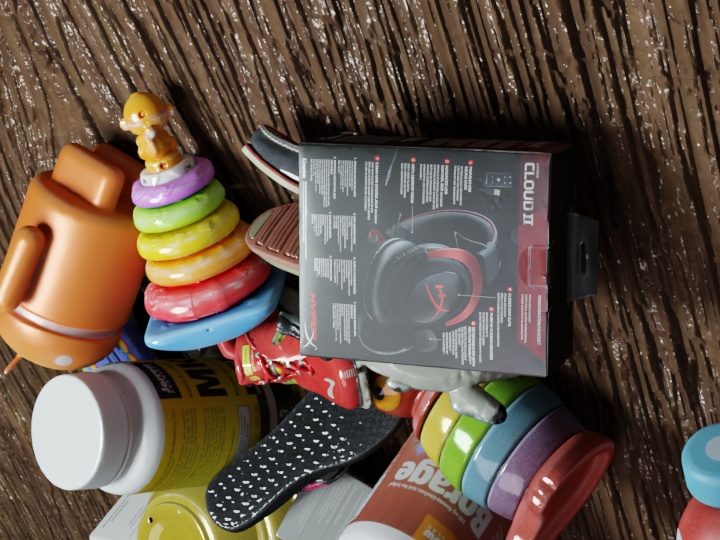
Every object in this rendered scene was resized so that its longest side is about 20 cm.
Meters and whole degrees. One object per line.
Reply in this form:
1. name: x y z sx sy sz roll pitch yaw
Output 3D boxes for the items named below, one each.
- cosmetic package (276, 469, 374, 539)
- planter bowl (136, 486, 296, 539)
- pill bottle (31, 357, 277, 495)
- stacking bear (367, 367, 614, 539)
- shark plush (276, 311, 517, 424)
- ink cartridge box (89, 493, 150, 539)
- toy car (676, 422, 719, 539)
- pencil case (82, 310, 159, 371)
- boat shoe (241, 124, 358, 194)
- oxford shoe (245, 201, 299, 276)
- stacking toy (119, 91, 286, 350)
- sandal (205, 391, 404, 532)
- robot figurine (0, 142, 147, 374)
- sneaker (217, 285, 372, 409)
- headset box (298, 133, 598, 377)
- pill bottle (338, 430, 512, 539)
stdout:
1. cosmetic package: 0.034 0.250 1.559 0.199 0.091 0.107 27 174 10
2. planter bowl: -0.150 0.257 1.678 0.199 0.083 0.203 3 95 37
3. pill bottle: -0.176 0.134 1.534 0.114 0.199 0.116 0 90 41
4. stacking bear: 0.086 0.115 1.374 0.200 0.113 0.122 38 137 21
5. shark plush: 0.038 0.064 1.322 0.198 0.083 0.092 -5 102 5
6. ink cartridge box: -0.160 0.313 1.833 0.199 0.084 0.147 7 133 36
7. toy car: 0.284 0.248 1.260 0.176 0.200 0.185 11 136 34
8. pencil case: -0.214 0.091 1.641 0.201 0.078 0.087 60 169 -27
9. boat shoe: 0.006 -0.065 1.289 0.199 0.071 0.063 27 101 21
10. oxford shoe: 0.000 0.000 1.358 0.199 0.071 0.074 15 144 32
11. stacking toy: -0.143 -0.049 1.409 0.115 0.110 0.202 -16 111 9
12. sandal: -0.045 0.156 1.521 0.045 0.199 0.075 33 -154 -58
13. robot figurine: -0.236 -0.004 1.484 0.116 0.144 0.202 19 106 -9
14. sneaker: -0.056 0.072 1.416 0.200 0.084 0.078 22 127 60
15. headset box: 0.061 -0.013 1.198 0.198 0.075 0.150 3 101 21
16. pill bottle: 0.050 0.217 1.437 0.111 0.200 0.113 23 143 19
